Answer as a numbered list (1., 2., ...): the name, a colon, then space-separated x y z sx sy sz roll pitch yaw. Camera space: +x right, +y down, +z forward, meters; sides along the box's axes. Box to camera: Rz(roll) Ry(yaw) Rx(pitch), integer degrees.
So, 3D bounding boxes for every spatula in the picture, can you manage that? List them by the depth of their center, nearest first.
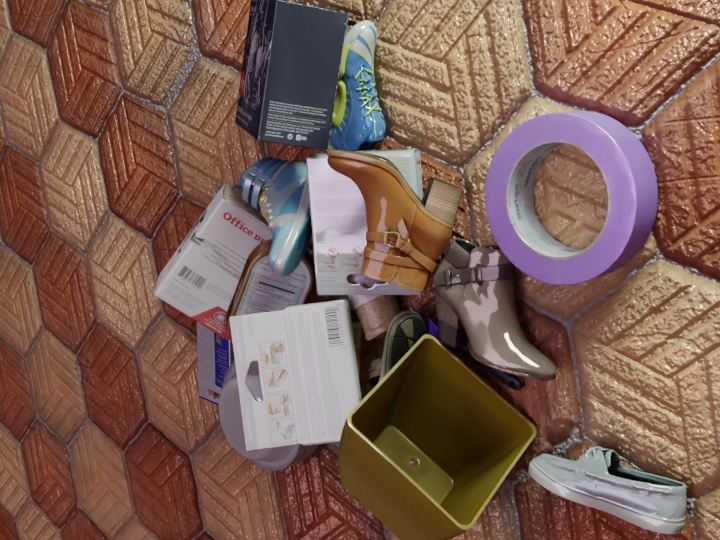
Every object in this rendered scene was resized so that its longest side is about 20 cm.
1. spatula: 0.143 0.115 1.188 0.199 0.020 0.057 27 129 33

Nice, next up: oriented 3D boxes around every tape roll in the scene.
1. tape roll: 0.249 -0.087 1.019 0.198 0.065 0.203 12 108 41

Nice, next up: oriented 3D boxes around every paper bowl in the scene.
1. paper bowl: -0.162 0.239 1.441 0.199 0.104 0.204 10 105 39

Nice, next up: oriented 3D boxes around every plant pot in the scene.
1. plant pot: 0.082 0.249 1.152 0.200 0.200 0.177 40 139 11

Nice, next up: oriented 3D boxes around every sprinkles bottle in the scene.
1. sprinkles bottle: 0.000 0.000 1.261 0.068 0.068 0.202 -31 79 42

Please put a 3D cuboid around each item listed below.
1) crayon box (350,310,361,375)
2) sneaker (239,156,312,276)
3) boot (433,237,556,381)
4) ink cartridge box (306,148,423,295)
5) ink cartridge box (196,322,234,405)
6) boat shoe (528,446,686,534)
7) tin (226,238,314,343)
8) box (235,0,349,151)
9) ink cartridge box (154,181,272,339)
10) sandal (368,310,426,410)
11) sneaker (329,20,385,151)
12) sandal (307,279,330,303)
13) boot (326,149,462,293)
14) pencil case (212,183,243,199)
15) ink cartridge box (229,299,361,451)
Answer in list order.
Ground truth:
1. crayon box: -0.060 0.164 1.317 0.117 0.058 0.203 2 104 -1
2. sneaker: -0.133 -0.086 1.269 0.129 0.202 0.080 14 145 6
3. boot: 0.178 0.043 1.114 0.198 0.070 0.148 19 106 33
4. ink cartridge box: 0.011 -0.068 1.214 0.160 0.050 0.203 -1 105 15
5. ink cartridge box: -0.258 0.145 1.552 0.094 0.037 0.203 13 106 39
6. boat shoe: 0.305 0.255 1.051 0.199 0.070 0.073 15 99 35
7. tin: -0.140 0.046 1.330 0.042 0.111 0.202 -111 40 -61
8. box: -0.103 -0.280 1.199 0.200 0.103 0.185 -137 55 -66
9. ink cartridge box: -0.212 -0.015 1.359 0.146 0.083 0.201 34 107 -19
10. sandal: 0.048 0.141 1.248 0.057 0.079 0.203 42 126 46
11. sneaker: 0.006 -0.246 1.208 0.105 0.076 0.201 35 129 17
12. sandal: -0.131 0.042 1.396 0.206 0.059 0.080 -25 83 43
13. boot: 0.026 -0.068 1.142 0.198 0.074 0.157 22 101 5
14. pencil case: -0.219 -0.042 1.442 0.082 0.091 0.203 13 113 5
15. ink cartridge box: -0.091 0.153 1.244 0.174 0.045 0.203 -7 90 7
